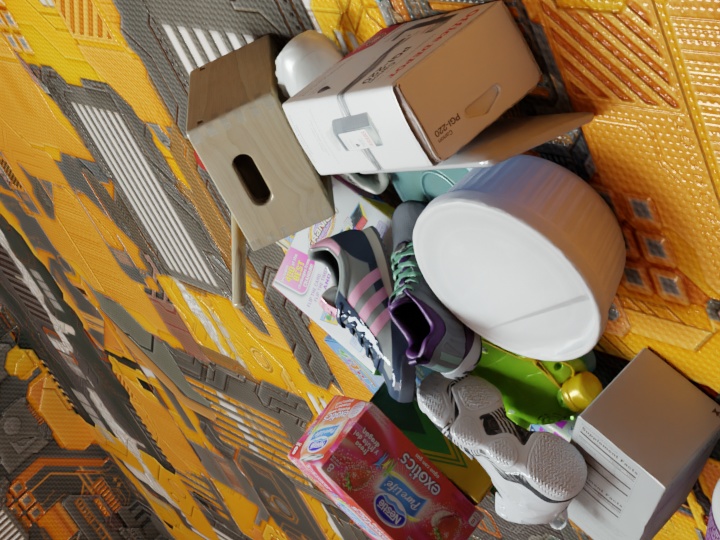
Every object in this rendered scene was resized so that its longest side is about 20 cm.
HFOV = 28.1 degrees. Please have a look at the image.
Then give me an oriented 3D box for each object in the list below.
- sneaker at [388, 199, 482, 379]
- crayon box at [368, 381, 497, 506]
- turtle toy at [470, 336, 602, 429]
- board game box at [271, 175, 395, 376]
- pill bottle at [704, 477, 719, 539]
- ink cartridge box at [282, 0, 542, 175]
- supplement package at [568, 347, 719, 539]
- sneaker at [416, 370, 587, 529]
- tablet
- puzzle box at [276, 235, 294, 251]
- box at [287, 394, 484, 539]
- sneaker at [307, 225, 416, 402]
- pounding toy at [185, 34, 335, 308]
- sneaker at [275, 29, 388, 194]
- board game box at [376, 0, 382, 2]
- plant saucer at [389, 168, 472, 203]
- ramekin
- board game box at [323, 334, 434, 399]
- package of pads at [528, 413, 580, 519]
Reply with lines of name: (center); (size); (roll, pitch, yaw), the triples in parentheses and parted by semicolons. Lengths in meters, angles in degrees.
sneaker: (0.059, 0.009, 1.434); (0.074, 0.087, 0.202); (-39, 55, 32)
crayon box: (0.088, 0.215, 1.661); (0.199, 0.051, 0.127); (38, 164, 6)
turtle toy: (0.163, 0.079, 1.491); (0.145, 0.101, 0.200); (-28, 109, 42)
board game box: (0.000, 0.000, 1.584); (0.040, 0.154, 0.200); (11, -159, -46)
pill bottle: (0.384, 0.242, 1.356); (0.112, 0.112, 0.201); (34, 154, 29)
ink cartridge box: (0.043, -0.159, 1.286); (0.199, 0.145, 0.085); (4, 130, 58)
supplement package: (0.279, 0.191, 1.458); (0.109, 0.114, 0.201); (39, 154, 21)
sneaker: (0.138, 0.188, 1.466); (0.199, 0.075, 0.116); (33, 149, 24)
tablet: (0.098, -0.114, 1.278); (0.199, 0.129, 0.014); (2, 113, 56)
puzzle box: (-0.081, -0.062, 1.805); (0.199, 0.025, 0.134); (36, 155, 26)
box: (0.028, 0.240, 1.598); (0.200, 0.096, 0.099); (46, 163, -19)
sneaker: (0.001, 0.050, 1.477); (0.070, 0.081, 0.202); (104, 153, -56)
pounding toy: (-0.115, -0.106, 1.547); (0.185, 0.141, 0.201); (-98, -17, -59)
sneaker: (-0.021, -0.161, 1.468); (0.081, 0.076, 0.200); (52, 176, 41)
board game box: (-0.042, -0.349, 1.264); (0.150, 0.047, 0.201); (29, 150, 38)
plant saucer: (0.092, -0.082, 1.471); (0.200, 0.027, 0.201); (38, 154, 22)
ramekin: (0.155, -0.018, 1.341); (0.201, 0.094, 0.203); (27, 148, 19)
board game box: (0.052, 0.128, 1.680); (0.151, 0.037, 0.200); (48, 162, -18)
package of pads: (0.198, 0.181, 1.641); (0.154, 0.068, 0.201); (38, 154, 23)
